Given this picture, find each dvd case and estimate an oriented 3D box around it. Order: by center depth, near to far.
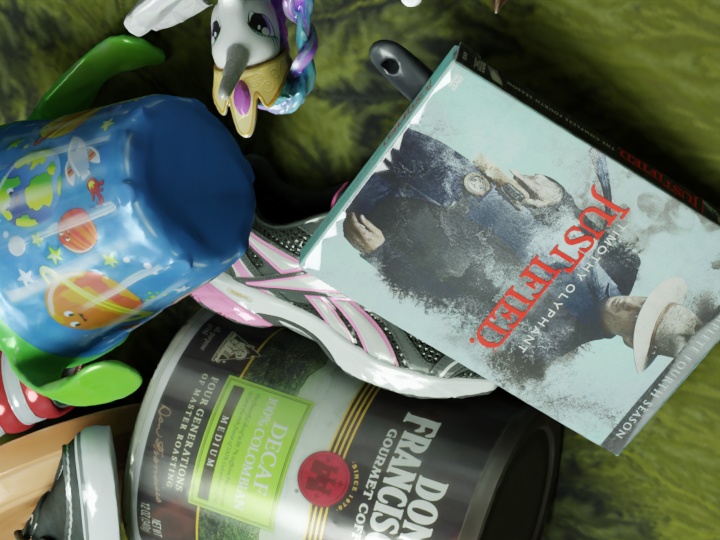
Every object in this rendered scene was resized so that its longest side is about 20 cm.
[{"bbox_3d":[0.090,-0.007,1.369,0.200,0.022,0.146,31,118,-14],"label":"dvd case"}]

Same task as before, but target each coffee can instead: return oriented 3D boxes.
[{"bbox_3d":[-0.009,0.115,1.483,0.199,0.146,0.147,17,130,17],"label":"coffee can"}]

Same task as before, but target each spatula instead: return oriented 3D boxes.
[{"bbox_3d":[0.072,-0.048,1.375,0.056,0.021,0.200,-25,120,38],"label":"spatula"}]

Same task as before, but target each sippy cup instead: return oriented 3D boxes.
[{"bbox_3d":[-0.129,-0.029,1.420,0.130,0.140,0.178,-21,92,39],"label":"sippy cup"}]

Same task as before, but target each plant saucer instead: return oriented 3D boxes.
[{"bbox_3d":[-0.179,0.131,1.562,0.200,0.200,0.032,-37,71,41],"label":"plant saucer"}]

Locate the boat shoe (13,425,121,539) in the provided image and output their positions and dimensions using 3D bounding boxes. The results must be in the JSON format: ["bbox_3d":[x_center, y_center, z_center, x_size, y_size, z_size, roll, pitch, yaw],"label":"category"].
[{"bbox_3d":[-0.160,0.160,1.483,0.056,0.069,0.200,-1,137,-9],"label":"boat shoe"}]

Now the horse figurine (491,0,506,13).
[{"bbox_3d":[0.118,-0.205,1.234,0.132,0.050,0.200,15,123,-3],"label":"horse figurine"}]

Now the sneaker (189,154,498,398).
[{"bbox_3d":[0.000,0.000,1.444,0.199,0.080,0.087,18,120,9],"label":"sneaker"}]

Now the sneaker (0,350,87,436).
[{"bbox_3d":[-0.205,0.028,1.527,0.112,0.200,0.071,-21,128,10],"label":"sneaker"}]

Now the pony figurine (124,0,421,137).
[{"bbox_3d":[-0.054,-0.168,1.288,0.166,0.193,0.201,-10,96,14],"label":"pony figurine"}]
